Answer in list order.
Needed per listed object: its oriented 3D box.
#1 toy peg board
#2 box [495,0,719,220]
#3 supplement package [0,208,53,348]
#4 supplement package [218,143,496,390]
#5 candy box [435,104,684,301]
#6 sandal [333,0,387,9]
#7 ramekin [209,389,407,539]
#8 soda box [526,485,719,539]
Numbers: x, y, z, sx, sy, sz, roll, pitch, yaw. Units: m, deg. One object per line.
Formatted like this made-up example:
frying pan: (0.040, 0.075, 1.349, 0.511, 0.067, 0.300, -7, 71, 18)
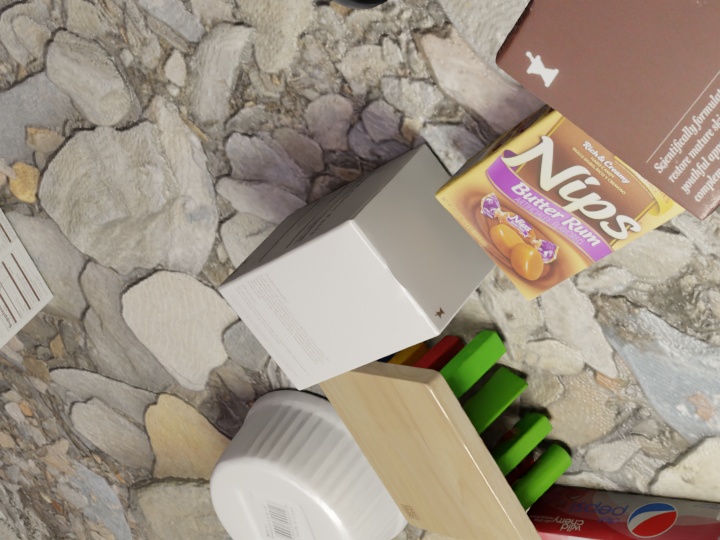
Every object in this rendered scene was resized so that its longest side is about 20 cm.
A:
toy peg board: (0.083, 0.142, 1.547, 0.199, 0.098, 0.200, 4, 130, 58)
box: (0.219, -0.177, 1.024, 0.164, 0.200, 0.166, 38, 142, 4)
supplement package: (-0.462, 0.004, 1.842, 0.199, 0.111, 0.156, -2, 125, 42)
supplement package: (0.000, 0.000, 1.440, 0.121, 0.120, 0.200, 52, 141, -11)
candy box: (0.160, -0.067, 1.295, 0.117, 0.056, 0.200, 47, 140, -6)
sandal: (-0.024, -0.277, 1.232, 0.043, 0.076, 0.201, -1, 125, 42)
ramekin: (-0.056, 0.228, 1.723, 0.200, 0.098, 0.201, 23, 138, 22)
soda box: (0.242, 0.244, 1.513, 0.199, 0.063, 0.070, 0, 126, 39)
